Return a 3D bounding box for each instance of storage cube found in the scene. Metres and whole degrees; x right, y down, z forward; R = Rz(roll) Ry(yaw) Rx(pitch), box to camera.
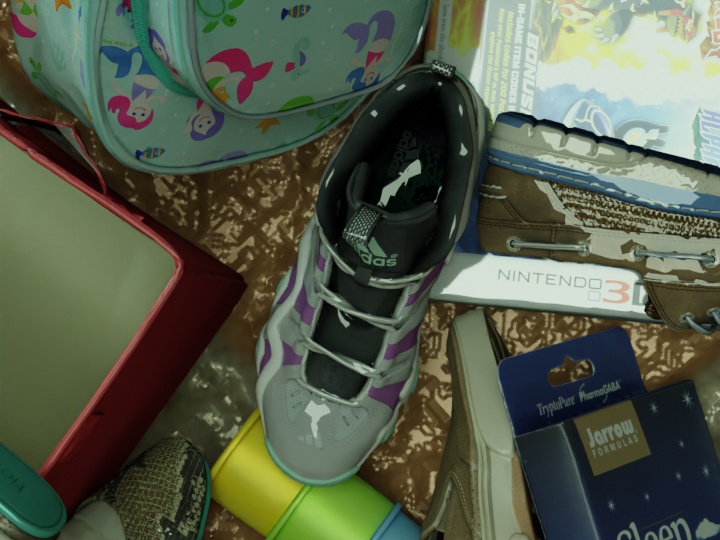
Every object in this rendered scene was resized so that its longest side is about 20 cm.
[{"bbox_3d":[-0.175,0.022,1.004,0.171,0.180,0.200,35,91,7],"label":"storage cube"}]

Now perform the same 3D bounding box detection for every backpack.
[{"bbox_3d":[-0.056,-0.139,0.940,0.151,0.177,0.200,40,132,38],"label":"backpack"}]

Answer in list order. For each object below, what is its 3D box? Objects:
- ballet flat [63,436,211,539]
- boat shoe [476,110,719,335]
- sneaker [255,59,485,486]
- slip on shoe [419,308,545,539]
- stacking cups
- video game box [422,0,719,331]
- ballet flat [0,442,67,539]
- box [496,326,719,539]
[{"bbox_3d":[-0.132,0.168,1.022,0.068,0.075,0.200,38,112,44],"label":"ballet flat"},{"bbox_3d":[0.148,-0.012,0.987,0.199,0.072,0.073,17,100,9],"label":"boat shoe"},{"bbox_3d":[0.000,0.000,0.960,0.078,0.140,0.201,16,90,2],"label":"sneaker"},{"bbox_3d":[0.054,0.111,1.004,0.060,0.076,0.201,-17,62,13],"label":"slip on shoe"},{"bbox_3d":[0.021,0.138,1.042,0.200,0.061,0.061,34,91,3],"label":"stacking cups"},{"bbox_3d":[0.118,-0.075,1.045,0.182,0.047,0.201,5,88,4],"label":"video game box"},{"bbox_3d":[-0.203,0.056,0.889,0.069,0.069,0.200,-44,85,3],"label":"ballet flat"},{"bbox_3d":[0.130,0.125,0.999,0.032,0.121,0.201,-21,84,37],"label":"box"}]
